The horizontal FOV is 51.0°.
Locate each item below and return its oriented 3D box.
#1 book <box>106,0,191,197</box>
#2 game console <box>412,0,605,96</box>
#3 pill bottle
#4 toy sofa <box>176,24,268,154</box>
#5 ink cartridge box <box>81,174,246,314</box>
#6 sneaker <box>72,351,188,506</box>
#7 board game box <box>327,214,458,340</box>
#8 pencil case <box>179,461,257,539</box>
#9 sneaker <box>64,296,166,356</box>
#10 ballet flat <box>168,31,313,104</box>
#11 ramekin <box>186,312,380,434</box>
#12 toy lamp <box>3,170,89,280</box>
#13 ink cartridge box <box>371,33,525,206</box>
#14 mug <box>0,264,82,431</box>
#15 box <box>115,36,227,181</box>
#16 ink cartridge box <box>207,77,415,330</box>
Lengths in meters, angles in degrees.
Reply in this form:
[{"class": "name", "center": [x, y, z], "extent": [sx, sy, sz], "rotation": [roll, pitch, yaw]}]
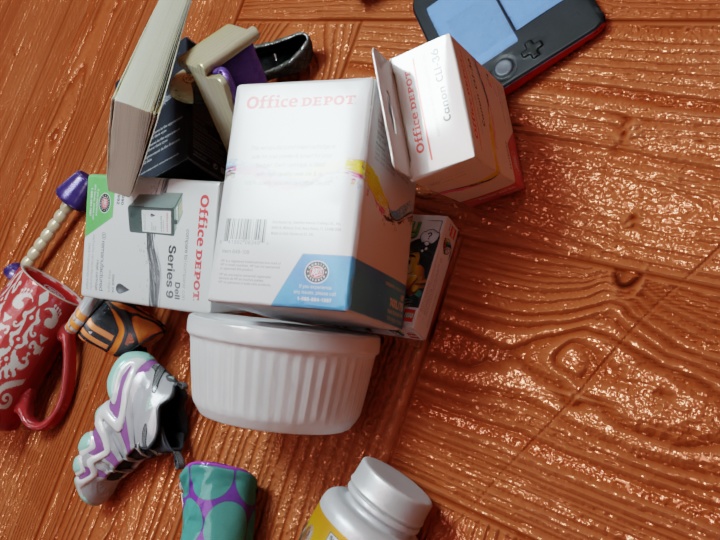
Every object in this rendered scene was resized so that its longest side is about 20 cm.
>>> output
[{"class": "book", "center": [-0.240, -0.201, 0.848], "extent": [0.134, 0.047, 0.204], "rotation": [124, 157, -48]}, {"class": "game console", "center": [0.156, -0.291, 0.843], "extent": [0.175, 0.031, 0.204], "rotation": [-32, 58, 21]}, {"class": "pill bottle", "center": [-0.015, 0.280, 0.691], "extent": [0.108, 0.109, 0.203], "rotation": [30, 90, 38]}, {"class": "toy sofa", "center": [-0.123, -0.172, 0.876], "extent": [0.082, 0.203, 0.097], "rotation": [-40, 44, -22]}, {"class": "ink cartridge box", "center": [-0.223, -0.034, 0.885], "extent": [0.195, 0.084, 0.150], "rotation": [5, 92, 26]}, {"class": "sneaker", "center": [-0.265, 0.215, 0.912], "extent": [0.138, 0.077, 0.205], "rotation": [24, 99, 27]}, {"class": "board game box", "center": [0.000, 0.000, 0.825], "extent": [0.196, 0.035, 0.129], "rotation": [5, 66, 35]}, {"class": "pencil case", "center": [-0.163, 0.311, 0.797], "extent": [0.090, 0.085, 0.206], "rotation": [0, 71, 17]}, {"class": "sneaker", "center": [-0.310, 0.050, 1.008], "extent": [0.078, 0.111, 0.202], "rotation": [-44, 19, 26]}, {"class": "ballet flat", "center": [-0.154, -0.267, 0.972], "extent": [0.196, 0.057, 0.068], "rotation": [-22, 71, -14]}, {"class": "ramekin", "center": [-0.080, 0.101, 0.756], "extent": [0.198, 0.200, 0.097], "rotation": [5, 86, 35]}, {"class": "toy lamp", "center": [-0.483, -0.066, 1.181], "extent": [0.058, 0.058, 0.202], "rotation": [41, 98, 38]}, {"class": "ink cartridge box", "center": [0.088, -0.138, 0.710], "extent": [0.066, 0.199, 0.120], "rotation": [-16, 79, 27]}, {"class": "mug", "center": [-0.479, 0.118, 1.088], "extent": [0.203, 0.176, 0.133], "rotation": [-57, 16, -3]}, {"class": "box", "center": [-0.255, -0.188, 1.040], "extent": [0.145, 0.104, 0.205], "rotation": [-20, 61, 27]}, {"class": "ink cartridge box", "center": [-0.037, -0.057, 0.719], "extent": [0.143, 0.146, 0.206], "rotation": [3, 81, 23]}]
